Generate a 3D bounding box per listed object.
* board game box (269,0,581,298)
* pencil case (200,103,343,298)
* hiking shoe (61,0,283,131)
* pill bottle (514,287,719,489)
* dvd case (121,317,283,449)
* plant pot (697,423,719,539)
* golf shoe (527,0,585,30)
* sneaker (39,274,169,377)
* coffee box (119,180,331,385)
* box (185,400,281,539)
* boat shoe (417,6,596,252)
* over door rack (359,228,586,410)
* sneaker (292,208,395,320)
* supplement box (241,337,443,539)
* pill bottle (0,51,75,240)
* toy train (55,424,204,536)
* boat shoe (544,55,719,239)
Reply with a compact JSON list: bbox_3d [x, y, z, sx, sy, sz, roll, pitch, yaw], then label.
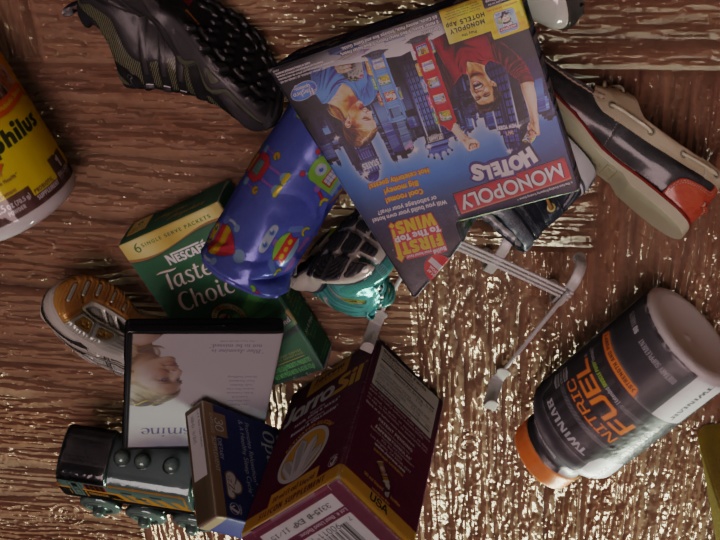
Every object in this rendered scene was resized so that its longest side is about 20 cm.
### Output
[{"bbox_3d":[0.060,-0.091,0.848,0.197,0.062,0.203,-13,109,25],"label":"board game box"},{"bbox_3d":[-0.053,-0.068,0.944,0.086,0.078,0.202,29,97,-28],"label":"pencil case"},{"bbox_3d":[-0.152,-0.182,0.951,0.200,0.076,0.100,42,136,-10],"label":"hiking shoe"},{"bbox_3d":[0.228,0.116,1.025,0.106,0.107,0.200,36,122,-11],"label":"pill bottle"},{"bbox_3d":[-0.153,0.111,1.076,0.140,0.018,0.201,0,141,-13],"label":"dvd case"},{"bbox_3d":[0.426,0.265,1.034,0.197,0.177,0.202,-9,120,17],"label":"plant pot"},{"bbox_3d":[0.071,-0.227,0.840,0.199,0.095,0.078,36,165,-5],"label":"golf shoe"},{"bbox_3d":[-0.229,0.072,1.131,0.200,0.076,0.087,43,150,-25],"label":"sneaker"},{"bbox_3d":[-0.127,0.025,1.082,0.121,0.044,0.202,-19,116,23],"label":"coffee box"},{"bbox_3d":[-0.082,0.210,1.102,0.032,0.122,0.199,-35,139,25],"label":"box"},{"bbox_3d":[0.094,-0.110,0.903,0.200,0.071,0.091,44,83,-9],"label":"boat shoe"},{"bbox_3d":[0.098,0.022,1.024,0.146,0.067,0.201,24,136,-1],"label":"over door rack"},{"bbox_3d":[0.000,0.000,0.976,0.079,0.200,0.078,38,78,-7],"label":"sneaker"},{"bbox_3d":[-0.012,0.182,1.062,0.130,0.201,0.103,-36,109,29],"label":"supplement box"},{"bbox_3d":[-0.341,-0.133,0.990,0.108,0.110,0.202,-17,117,22],"label":"pill bottle"},{"bbox_3d":[-0.223,0.216,1.184,0.196,0.086,0.114,9,153,7],"label":"toy train"},{"bbox_3d":[0.202,-0.113,0.912,0.199,0.071,0.063,41,85,1],"label":"boat shoe"}]
